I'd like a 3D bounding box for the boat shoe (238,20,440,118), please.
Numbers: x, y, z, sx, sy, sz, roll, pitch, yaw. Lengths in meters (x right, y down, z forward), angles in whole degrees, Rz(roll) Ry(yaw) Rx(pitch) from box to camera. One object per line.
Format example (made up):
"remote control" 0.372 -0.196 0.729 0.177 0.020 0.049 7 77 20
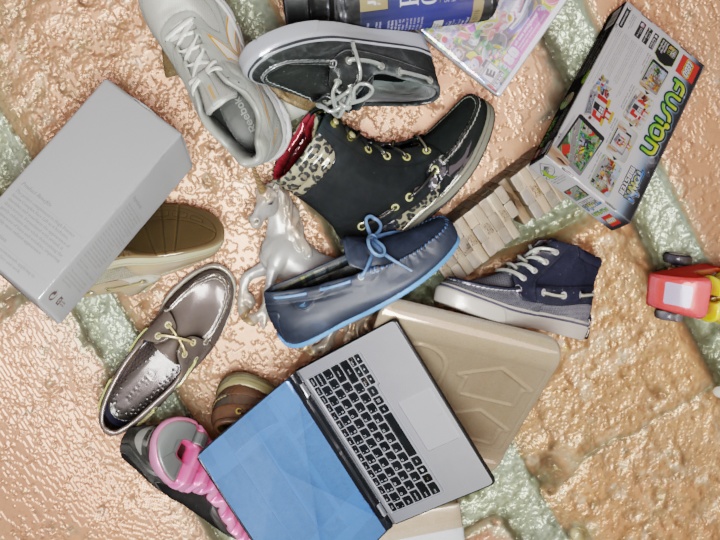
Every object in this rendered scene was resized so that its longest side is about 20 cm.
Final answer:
"boat shoe" -0.014 -0.174 0.882 0.196 0.073 0.069 -4 66 -36

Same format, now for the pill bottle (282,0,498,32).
"pill bottle" 0.023 -0.277 0.903 0.195 0.112 0.114 -8 100 -4

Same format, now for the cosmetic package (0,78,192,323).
"cosmetic package" -0.257 -0.065 0.907 0.101 0.074 0.201 36 74 12

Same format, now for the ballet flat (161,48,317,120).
"ballet flat" -0.103 -0.182 0.949 0.196 0.068 0.074 18 105 -6

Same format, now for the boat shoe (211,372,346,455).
"boat shoe" -0.062 0.176 0.997 0.197 0.068 0.073 24 124 -7

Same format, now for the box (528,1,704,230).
"box" 0.256 -0.154 0.964 0.109 0.035 0.202 35 70 -11

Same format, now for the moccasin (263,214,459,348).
"moccasin" 0.000 0.000 0.916 0.198 0.081 0.069 -32 109 -3

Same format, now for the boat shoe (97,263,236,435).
"boat shoe" -0.195 0.082 0.983 0.072 0.060 0.201 40 93 -10

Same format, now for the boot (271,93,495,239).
"boot" 0.024 -0.118 0.947 0.153 0.074 0.204 36 98 -28

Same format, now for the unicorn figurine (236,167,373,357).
"unicorn figurine" -0.067 0.000 0.984 0.198 0.074 0.139 28 87 -24

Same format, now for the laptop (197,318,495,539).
"laptop" -0.010 0.185 0.916 0.198 0.116 0.189 -28 100 27

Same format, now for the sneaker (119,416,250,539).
"sneaker" -0.168 0.212 0.991 0.094 0.080 0.201 -6 137 33

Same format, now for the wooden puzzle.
"wooden puzzle" 0.086 0.114 0.993 0.181 0.047 0.202 13 132 -5

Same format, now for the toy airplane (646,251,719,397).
"toy airplane" 0.415 0.033 0.995 0.198 0.141 0.201 -38 100 1

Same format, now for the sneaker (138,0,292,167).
"sneaker" -0.133 -0.181 0.874 0.075 0.092 0.201 -34 102 15

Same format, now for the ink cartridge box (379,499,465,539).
"ink cartridge box" 0.038 0.342 1.041 0.161 0.075 0.204 -10 99 -3

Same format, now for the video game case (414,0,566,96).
"video game case" 0.103 -0.293 0.974 0.199 0.018 0.144 36 95 -10

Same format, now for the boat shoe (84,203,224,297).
"boat shoe" -0.229 -0.012 0.967 0.196 0.073 0.066 -12 140 -4

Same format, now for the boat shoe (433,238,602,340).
"boat shoe" 0.161 0.007 0.983 0.197 0.074 0.095 13 93 -36

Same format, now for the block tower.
"block tower" 0.152 -0.068 0.997 0.199 0.058 0.054 -38 101 -1
